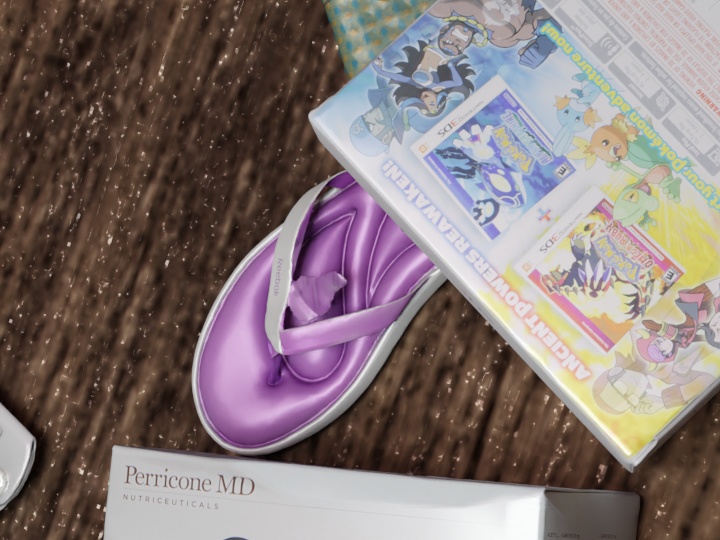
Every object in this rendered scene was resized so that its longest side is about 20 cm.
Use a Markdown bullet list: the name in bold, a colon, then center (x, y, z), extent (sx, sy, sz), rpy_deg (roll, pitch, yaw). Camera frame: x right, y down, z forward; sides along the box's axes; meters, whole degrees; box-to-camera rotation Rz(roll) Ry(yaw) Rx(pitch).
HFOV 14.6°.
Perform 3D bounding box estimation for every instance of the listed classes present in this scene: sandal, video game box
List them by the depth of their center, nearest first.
- **video game box**: center (0.110, -0.049, 1.166), extent (0.182, 0.047, 0.200), rpy_deg (-41, 78, -6)
- **sandal**: center (-0.005, -0.005, 1.230), extent (0.203, 0.050, 0.082), rpy_deg (-46, 71, 8)

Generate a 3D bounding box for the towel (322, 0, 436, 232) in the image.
- **towel**: center (0.055, -0.130, 1.221), extent (0.146, 0.022, 0.201), rpy_deg (-18, 77, 1)

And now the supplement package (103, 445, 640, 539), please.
- **supplement package**: center (0.000, 0.181, 1.155), extent (0.190, 0.147, 0.201), rpy_deg (3, 86, 21)

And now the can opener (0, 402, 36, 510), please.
- **can opener**: center (-0.226, 0.040, 1.304), extent (0.200, 0.066, 0.053), rpy_deg (44, 100, 24)
